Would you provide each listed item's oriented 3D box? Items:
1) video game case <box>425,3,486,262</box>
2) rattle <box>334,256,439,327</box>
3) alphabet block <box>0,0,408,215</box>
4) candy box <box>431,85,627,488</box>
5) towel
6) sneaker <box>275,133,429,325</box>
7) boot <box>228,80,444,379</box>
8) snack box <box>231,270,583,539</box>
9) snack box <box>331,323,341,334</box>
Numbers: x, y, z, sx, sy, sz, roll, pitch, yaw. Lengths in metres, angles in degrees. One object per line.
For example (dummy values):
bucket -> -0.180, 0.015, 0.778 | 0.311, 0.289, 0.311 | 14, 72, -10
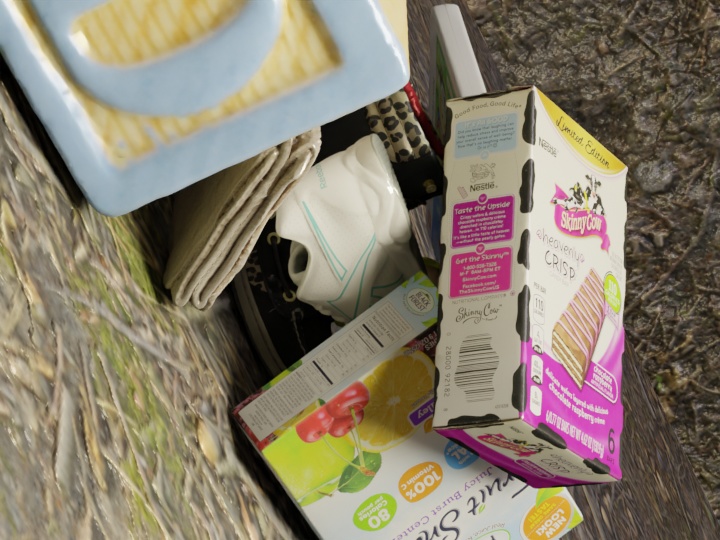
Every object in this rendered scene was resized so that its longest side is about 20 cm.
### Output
video game case -> 0.068, -0.045, 1.685 | 0.200, 0.022, 0.182 | -103, -169, -52
rattle -> -0.014, 0.087, 1.716 | 0.130, 0.142, 0.200 | -120, -142, -62
alphabet block -> -0.097, -0.179, 1.409 | 0.200, 0.195, 0.197 | -88, 154, -65
candy box -> 0.101, 0.012, 1.493 | 0.136, 0.061, 0.201 | 32, 55, -55
towel -> -0.066, -0.062, 1.514 | 0.034, 0.133, 0.200 | 31, 22, -15
sneaker -> 0.000, 0.000, 1.546 | 0.200, 0.080, 0.071 | 68, 1, -48
boot -> -0.006, -0.015, 1.628 | 0.204, 0.153, 0.073 | 67, 11, 9
snack box -> 0.032, 0.117, 1.543 | 0.200, 0.142, 0.053 | 58, -6, -38
snack box -> -0.020, 0.015, 1.850 | 0.072, 0.024, 0.200 | 63, 11, -8
